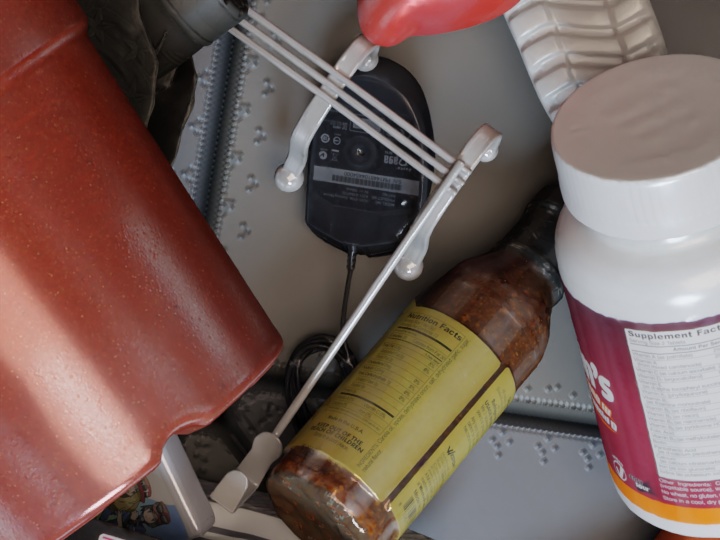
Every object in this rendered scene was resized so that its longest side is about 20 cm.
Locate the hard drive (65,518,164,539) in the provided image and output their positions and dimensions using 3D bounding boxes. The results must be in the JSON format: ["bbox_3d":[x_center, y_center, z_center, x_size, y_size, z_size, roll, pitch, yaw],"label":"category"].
[{"bbox_3d":[-0.093,0.183,1.212,0.140,0.200,0.038,19,53,-10],"label":"hard drive"}]

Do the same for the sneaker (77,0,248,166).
[{"bbox_3d":[-0.120,-0.128,1.184,0.104,0.060,0.200,-39,68,15],"label":"sneaker"}]

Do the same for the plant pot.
[{"bbox_3d":[-0.145,-0.002,1.066,0.201,0.201,0.195,-38,95,-1],"label":"plant pot"}]

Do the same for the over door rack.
[{"bbox_3d":[-0.052,-0.020,1.218,0.148,0.067,0.200,36,95,7],"label":"over door rack"}]

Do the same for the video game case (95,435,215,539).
[{"bbox_3d":[-0.180,0.050,1.207,0.182,0.022,0.200,-21,98,24],"label":"video game case"}]

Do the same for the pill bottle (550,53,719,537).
[{"bbox_3d":[0.145,0.012,1.212,0.109,0.110,0.200,-20,127,-4],"label":"pill bottle"}]

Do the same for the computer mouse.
[{"bbox_3d":[0.000,0.000,1.267,0.059,0.034,0.200,12,106,14],"label":"computer mouse"}]

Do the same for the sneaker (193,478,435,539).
[{"bbox_3d":[-0.054,0.139,1.258,0.200,0.078,0.080,12,93,1],"label":"sneaker"}]

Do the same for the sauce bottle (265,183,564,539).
[{"bbox_3d":[0.040,0.043,1.230,0.066,0.066,0.200,50,62,-12],"label":"sauce bottle"}]

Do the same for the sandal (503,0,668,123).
[{"bbox_3d":[0.089,-0.152,1.245,0.082,0.050,0.203,-9,89,9],"label":"sandal"}]

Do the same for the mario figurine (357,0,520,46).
[{"bbox_3d":[-0.006,-0.182,1.182,0.200,0.123,0.106,36,127,-5],"label":"mario figurine"}]

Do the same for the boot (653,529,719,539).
[{"bbox_3d":[0.105,0.175,1.289,0.107,0.075,0.200,31,95,-7],"label":"boot"}]
